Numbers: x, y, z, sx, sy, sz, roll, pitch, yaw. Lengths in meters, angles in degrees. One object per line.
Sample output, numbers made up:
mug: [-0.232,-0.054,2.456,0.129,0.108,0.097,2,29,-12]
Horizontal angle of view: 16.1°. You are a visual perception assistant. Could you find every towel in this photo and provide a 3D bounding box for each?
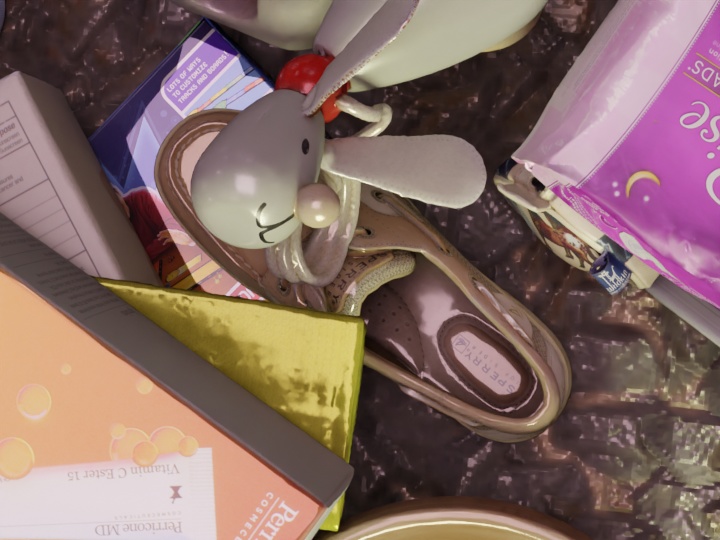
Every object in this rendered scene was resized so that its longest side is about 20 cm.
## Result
towel: [-0.100,0.046,0.991,0.199,0.018,0.086,8,94,6]

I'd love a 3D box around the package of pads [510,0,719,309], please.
package of pads: [0.160,-0.088,0.961,0.120,0.076,0.200,34,94,-4]

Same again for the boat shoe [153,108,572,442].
boat shoe: [0.000,0.000,1.032,0.200,0.065,0.072,37,93,5]

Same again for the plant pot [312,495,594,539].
plant pot: [0.038,0.184,1.033,0.200,0.093,0.201,0,98,3]

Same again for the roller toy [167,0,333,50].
roller toy: [-0.044,-0.193,1.017,0.139,0.200,0.183,24,98,8]

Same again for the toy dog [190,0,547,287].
toy dog: [0.029,-0.079,0.940,0.096,0.132,0.200,20,79,29]

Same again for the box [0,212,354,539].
box: [-0.120,0.071,0.937,0.200,0.097,0.125,35,96,3]

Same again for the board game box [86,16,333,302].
board game box: [-0.087,0.009,1.094,0.200,0.034,0.135,-45,83,4]

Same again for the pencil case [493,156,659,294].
pencil case: [0.141,-0.086,1.036,0.078,0.089,0.200,40,94,20]

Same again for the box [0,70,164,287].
box: [-0.125,0.028,1.041,0.095,0.078,0.200,-27,85,6]

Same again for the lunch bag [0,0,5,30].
lunch bag: [-0.223,-0.151,1.052,0.127,0.170,0.201,-11,87,7]

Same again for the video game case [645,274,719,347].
video game case: [0.214,-0.028,0.985,0.022,0.200,0.182,35,95,-30]
